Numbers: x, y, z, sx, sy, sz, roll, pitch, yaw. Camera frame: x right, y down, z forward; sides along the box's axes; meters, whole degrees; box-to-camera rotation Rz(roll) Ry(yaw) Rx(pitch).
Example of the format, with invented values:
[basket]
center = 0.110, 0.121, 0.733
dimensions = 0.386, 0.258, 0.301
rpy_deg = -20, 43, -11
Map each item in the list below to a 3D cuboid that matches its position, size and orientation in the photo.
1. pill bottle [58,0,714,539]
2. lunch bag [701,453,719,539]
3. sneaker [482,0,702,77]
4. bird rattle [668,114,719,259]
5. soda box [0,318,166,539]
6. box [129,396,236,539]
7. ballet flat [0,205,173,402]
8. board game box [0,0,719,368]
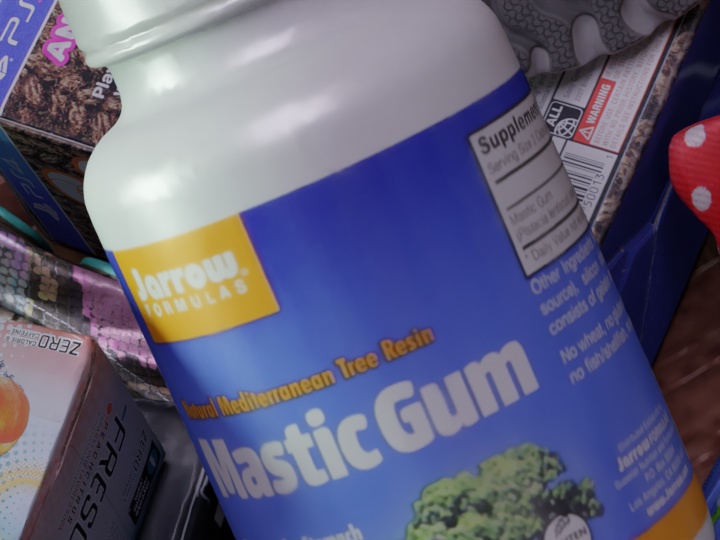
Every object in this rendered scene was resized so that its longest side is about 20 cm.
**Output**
[pill bottle]
center = 0.000, 0.000, 0.686
dimensions = 0.111, 0.112, 0.201
rpy_deg = -24, 99, 1
[lunch bag]
center = 0.167, 0.114, 0.716
dimensions = 0.199, 0.083, 0.161
rpy_deg = 26, 71, 22
[sneaker]
center = 0.079, -0.135, 0.762
dimensions = 0.200, 0.075, 0.082
rpy_deg = -49, 35, -8
[bird rattle]
center = 0.173, -0.071, 0.769
dimensions = 0.199, 0.113, 0.164
rpy_deg = -18, 77, 3
[soda box]
center = -0.155, 0.041, 0.704
dimensions = 0.199, 0.069, 0.064
rpy_deg = 11, 64, 19
[box]
center = -0.138, 0.133, 0.760
dimensions = 0.199, 0.118, 0.198
rpy_deg = 9, 67, 17
[ballet flat]
center = -0.097, 0.017, 0.822
dimensions = 0.199, 0.069, 0.072
rpy_deg = 26, 81, 8
[board game box]
center = 0.010, -0.068, 0.829
dimensions = 0.199, 0.097, 0.160
rpy_deg = 19, 71, 21
